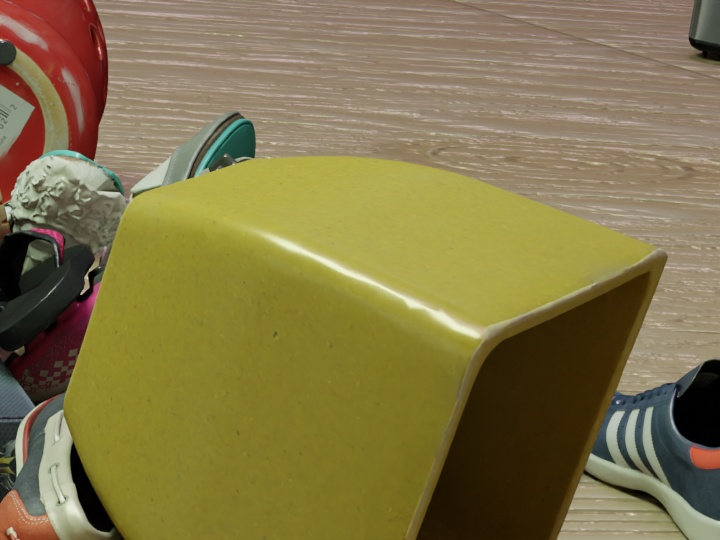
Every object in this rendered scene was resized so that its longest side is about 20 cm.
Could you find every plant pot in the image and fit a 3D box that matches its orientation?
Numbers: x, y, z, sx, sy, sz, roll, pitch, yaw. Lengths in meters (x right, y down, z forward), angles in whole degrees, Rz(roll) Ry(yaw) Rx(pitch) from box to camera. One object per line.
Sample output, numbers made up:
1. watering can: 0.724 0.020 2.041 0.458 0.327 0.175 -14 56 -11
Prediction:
1. plant pot: -0.266 -0.119 1.858 0.199 0.201 0.183 4 19 -7
2. plant pot: -0.014 0.048 1.258 0.200 0.195 0.195 29 23 22

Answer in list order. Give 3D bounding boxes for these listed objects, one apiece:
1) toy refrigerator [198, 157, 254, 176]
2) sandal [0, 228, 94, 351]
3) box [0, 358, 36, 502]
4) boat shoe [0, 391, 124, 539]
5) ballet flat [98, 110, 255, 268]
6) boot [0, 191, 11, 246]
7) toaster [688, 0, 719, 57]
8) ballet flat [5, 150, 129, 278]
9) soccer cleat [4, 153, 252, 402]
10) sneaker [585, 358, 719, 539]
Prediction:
1. toy refrigerator: 0.000 0.000 1.639 0.199 0.070 0.076 18 -12 -23
2. sandal: -0.182 0.004 1.514 0.045 0.075 0.200 46 -5 -7
3. box: -0.262 0.068 1.450 0.157 0.051 0.200 1 16 -20
4. boat shoe: -0.129 0.098 1.323 0.071 0.063 0.200 50 19 -8
5. ballet flat: -0.118 -0.025 1.686 0.063 0.068 0.200 4 47 16
6. boot: -0.271 -0.039 1.634 0.107 0.075 0.200 -18 11 -12
7. toaster: 0.435 -0.264 2.783 0.199 0.119 0.181 17 18 36
8. ballet flat: -0.182 -0.015 1.652 0.071 0.072 0.200 1 -12 -15
9. soccer cleat: -0.108 0.024 1.531 0.086 0.200 0.070 48 17 -7
10. sneaker: 0.173 0.080 1.500 0.075 0.085 0.200 -3 17 -27
